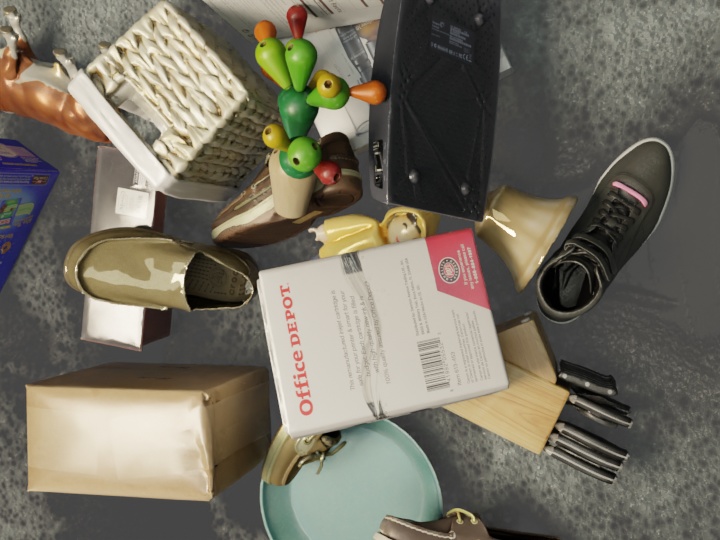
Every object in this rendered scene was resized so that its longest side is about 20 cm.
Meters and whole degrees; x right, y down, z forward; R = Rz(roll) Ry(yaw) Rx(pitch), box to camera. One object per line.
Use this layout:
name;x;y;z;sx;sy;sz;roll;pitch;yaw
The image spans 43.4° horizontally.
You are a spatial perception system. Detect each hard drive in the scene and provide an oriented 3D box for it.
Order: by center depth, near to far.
hard drive;0.064;-0.150;0.782;0.042;0.134;0.204;2;86;48

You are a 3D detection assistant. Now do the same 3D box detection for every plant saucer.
plant saucer;-0.008;0.240;0.953;0.196;0.036;0.204;1;95;13

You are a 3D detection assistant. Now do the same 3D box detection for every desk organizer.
desk organizer;-0.239;-0.026;0.963;0.071;0.077;0.204;9;97;12

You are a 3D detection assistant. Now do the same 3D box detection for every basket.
basket;-0.160;-0.158;0.872;0.123;0.200;0.136;-44;85;8

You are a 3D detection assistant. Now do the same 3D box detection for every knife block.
knife block;0.158;0.140;0.886;0.197;0.064;0.178;-21;89;15

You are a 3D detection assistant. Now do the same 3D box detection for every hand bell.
hand bell;0.094;-0.076;0.856;0.198;0.104;0.105;33;102;7

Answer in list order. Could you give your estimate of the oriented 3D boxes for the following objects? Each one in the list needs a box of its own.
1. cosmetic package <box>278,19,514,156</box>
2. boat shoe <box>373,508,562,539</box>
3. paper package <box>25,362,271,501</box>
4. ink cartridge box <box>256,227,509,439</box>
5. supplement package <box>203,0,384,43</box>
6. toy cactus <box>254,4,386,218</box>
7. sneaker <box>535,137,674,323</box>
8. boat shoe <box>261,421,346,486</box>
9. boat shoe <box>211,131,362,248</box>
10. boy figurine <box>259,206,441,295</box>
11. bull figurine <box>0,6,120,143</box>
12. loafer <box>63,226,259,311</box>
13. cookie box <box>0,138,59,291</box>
cosmetic package;0.031;-0.218;0.891;0.198;0.052;0.153;-26;91;15
boat shoe;0.109;0.268;0.887;0.197;0.072;0.060;20;84;-12
paper package;-0.206;0.156;0.914;0.196;0.190;0.105;-1;91;13
ink cartridge box;0.017;0.059;0.814;0.197;0.084;0.147;-12;79;-5
supplement package;-0.036;-0.296;0.823;0.197;0.109;0.116;-6;79;20
toy cactus;-0.046;-0.124;0.779;0.101;0.201;0.167;-5;131;-16
sneaker;0.228;-0.032;0.834;0.070;0.099;0.202;34;101;10
boat shoe;-0.028;0.141;0.890;0.062;0.073;0.201;37;105;10
boat shoe;-0.076;-0.080;0.907;0.200;0.074;0.076;-19;72;37
boy figurine;0.000;0.000;0.914;0.198;0.064;0.126;-29;86;18
bull figurine;-0.345;-0.203;0.970;0.197;0.066;0.123;18;132;4
loafer;-0.189;0.001;0.894;0.197;0.067;0.077;2;99;-22
cookie box;-0.437;-0.040;0.964;0.075;0.171;0.202;33;102;11
